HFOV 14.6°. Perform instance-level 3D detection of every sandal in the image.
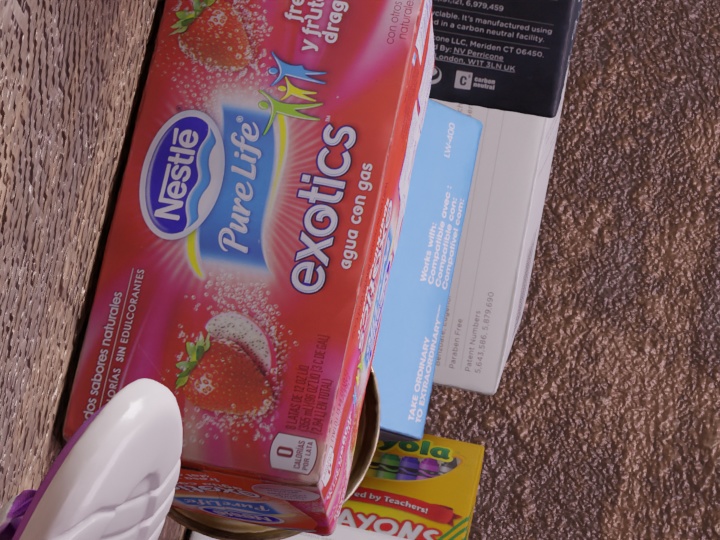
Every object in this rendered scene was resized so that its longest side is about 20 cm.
[{"bbox_3d":[-0.108,0.113,0.807,0.082,0.050,0.203,-38,154,-60],"label":"sandal"}]

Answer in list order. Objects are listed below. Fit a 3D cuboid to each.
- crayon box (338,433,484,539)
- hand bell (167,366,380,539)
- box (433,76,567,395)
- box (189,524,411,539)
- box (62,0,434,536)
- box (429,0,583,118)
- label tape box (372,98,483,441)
[{"bbox_3d":[0.006,0.155,1.786,0.200,0.127,0.051,-74,173,-57],"label":"crayon box"},{"bbox_3d":[-0.061,0.073,1.171,0.200,0.104,0.104,132,-28,-74],"label":"hand bell"},{"bbox_3d":[0.046,-0.049,1.740,0.199,0.131,0.200,-58,158,-77],"label":"box"},{"bbox_3d":[-0.029,0.231,1.364,0.106,0.152,0.200,97,7,-49],"label":"box"},{"bbox_3d":[-0.037,-0.013,1.032,0.100,0.095,0.200,79,23,-74],"label":"box"},{"bbox_3d":[0.057,-0.205,1.303,0.200,0.124,0.197,-72,170,-61],"label":"box"},{"bbox_3d":[0.000,0.000,1.224,0.200,0.063,0.144,-6,-109,66],"label":"label tape box"}]
